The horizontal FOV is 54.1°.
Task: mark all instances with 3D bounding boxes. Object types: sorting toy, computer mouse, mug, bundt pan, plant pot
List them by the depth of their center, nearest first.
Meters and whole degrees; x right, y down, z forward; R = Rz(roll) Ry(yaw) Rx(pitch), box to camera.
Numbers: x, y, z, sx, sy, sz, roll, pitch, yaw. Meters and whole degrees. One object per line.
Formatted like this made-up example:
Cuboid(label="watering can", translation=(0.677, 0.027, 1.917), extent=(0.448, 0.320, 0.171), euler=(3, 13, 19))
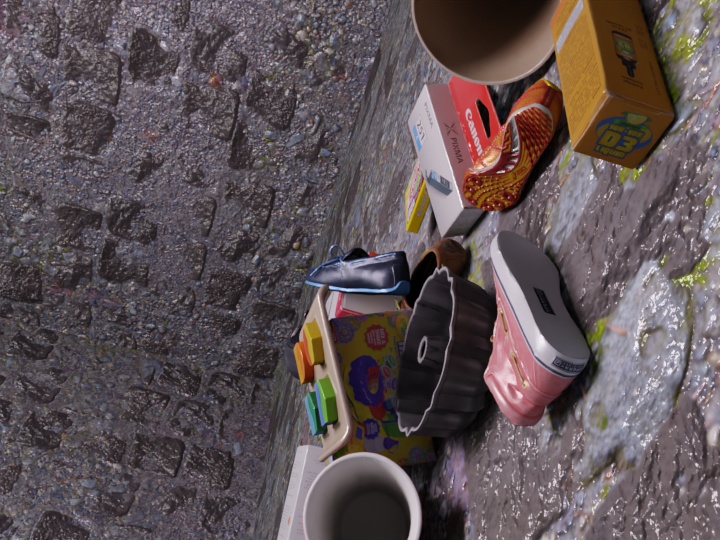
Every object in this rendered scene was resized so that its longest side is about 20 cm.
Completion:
Cuboid(label="bundt pan", translation=(0.107, 0.102, 0.842), extent=(0.202, 0.074, 0.207), euler=(-166, 89, -81))
Cuboid(label="mug", translation=(0.012, 0.325, 0.843), extent=(0.201, 0.130, 0.181), euler=(79, -179, -67))
Cuboid(label="plant pot", translation=(0.180, -0.375, 0.894), extent=(0.188, 0.184, 0.202), euler=(117, 179, -53))
Cuboid(label="sorting toy", translation=(-0.056, 0.144, 0.944), extent=(0.186, 0.036, 0.204), euler=(120, 143, -65))
Cuboid(label="computer mouse", translation=(-0.091, 0.156, 1.159), extent=(0.200, 0.045, 0.144), euler=(-84, -14, -75))

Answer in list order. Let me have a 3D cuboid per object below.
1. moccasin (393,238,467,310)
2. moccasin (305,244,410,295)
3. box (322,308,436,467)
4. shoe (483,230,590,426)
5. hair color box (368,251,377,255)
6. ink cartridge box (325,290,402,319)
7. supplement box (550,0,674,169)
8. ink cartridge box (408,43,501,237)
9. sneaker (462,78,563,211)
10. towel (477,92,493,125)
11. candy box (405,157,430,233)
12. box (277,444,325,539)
Cuboid(label="moccasin", translation=(0.087, 0.046, 1.026), extent=(0.074, 0.077, 0.203), euler=(52, 134, 27))
Cuboid(label="moccasin", translation=(0.000, 0.000, 1.050), extent=(0.197, 0.080, 0.070), euler=(2, 84, 39))
Cuboid(label="box", translation=(0.010, 0.177, 1.009), extent=(0.193, 0.119, 0.205), euler=(132, 131, -71))
Cuboid(label="shoe", translation=(0.150, 0.049, 0.676), extent=(0.202, 0.070, 0.092), euler=(-96, 28, -54))
Cuboid(label="hair color box", translation=(0.025, 0.069, 1.450), extent=(0.202, 0.060, 0.103), euler=(-84, 12, -47))
Cuboid(label="ink cartridge box", translation=(0.018, 0.076, 1.211), extent=(0.200, 0.142, 0.086), euler=(126, 158, -66))
Cuboid(label="supplement box", translation=(0.219, -0.186, 0.632), extent=(0.069, 0.065, 0.203), euler=(114, 167, -47))
Cuboid(label="ink cartridge box", translation=(0.133, -0.176, 0.982), extent=(0.177, 0.044, 0.204), euler=(121, 138, -63))
Cuboid(label="sneaker", translation=(0.183, -0.138, 0.835), extent=(0.078, 0.072, 0.200), euler=(-55, 0, -33))
Cuboid(label="towel", translation=(0.158, -0.213, 1.139), extent=(0.149, 0.036, 0.203), euler=(-93, 19, -59))
Cuboid(label="candy box", translation=(0.112, -0.169, 1.181), extent=(0.202, 0.026, 0.104), euler=(108, 170, -45))
Cuboid(label="box", translation=(-0.089, 0.461, 1.403), extent=(0.152, 0.104, 0.204), euler=(133, 150, -71))
